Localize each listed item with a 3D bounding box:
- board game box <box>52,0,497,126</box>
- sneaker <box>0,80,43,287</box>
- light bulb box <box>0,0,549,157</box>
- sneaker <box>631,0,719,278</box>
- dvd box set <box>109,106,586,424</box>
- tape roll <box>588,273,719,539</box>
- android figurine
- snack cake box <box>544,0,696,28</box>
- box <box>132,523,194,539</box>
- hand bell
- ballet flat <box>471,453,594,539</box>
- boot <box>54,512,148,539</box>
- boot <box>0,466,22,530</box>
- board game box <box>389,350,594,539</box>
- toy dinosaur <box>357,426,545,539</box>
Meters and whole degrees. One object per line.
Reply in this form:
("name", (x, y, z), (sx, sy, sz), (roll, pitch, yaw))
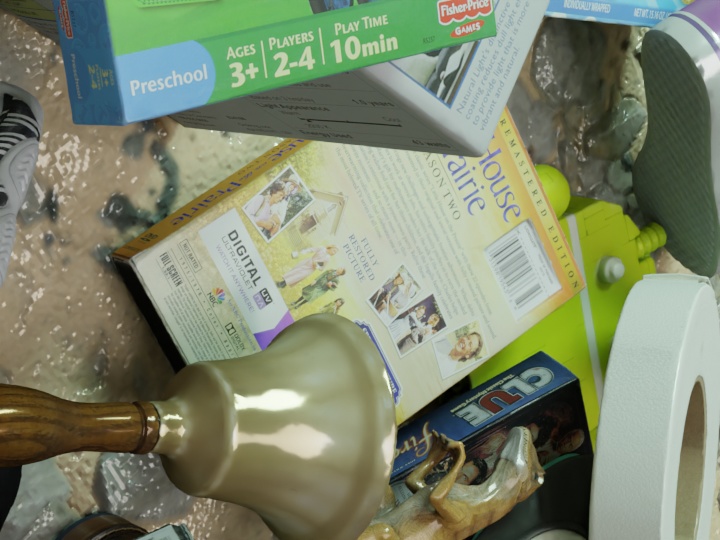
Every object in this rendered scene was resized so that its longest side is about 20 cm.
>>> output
("board game box", (-0.035, -0.158, 0.588), (0.151, 0.037, 0.200), (-18, 105, -34))
("sneaker", (-0.185, -0.020, 0.689), (0.115, 0.200, 0.075), (18, 126, -13))
("light bulb box", (-0.057, -0.146, 0.725), (0.200, 0.198, 0.125), (33, 75, -40))
("sneaker", (0.209, -0.080, 1.001), (0.114, 0.073, 0.201), (-35, 151, -18))
("dvd box set", (0.000, 0.000, 0.883), (0.200, 0.029, 0.146), (-35, 114, -19))
("tape roll", (0.152, 0.104, 0.956), (0.203, 0.037, 0.203), (4, 90, -72))
("android figurine", (0.094, 0.035, 0.997), (0.200, 0.041, 0.182), (-23, 112, -34))
("snack cake box", (0.117, -0.182, 0.937), (0.200, 0.067, 0.115), (-3, 105, -48))
("box", (-0.142, 0.189, 0.666), (0.200, 0.048, 0.193), (-22, 150, -21))
("hand bell", (-0.095, 0.063, 0.750), (0.200, 0.104, 0.104), (5, 94, -38))
("ballet flat", (0.061, 0.172, 0.902), (0.200, 0.068, 0.068), (-41, 128, -11))
("boot", (-0.127, 0.202, 0.796), (0.075, 0.097, 0.200), (37, 74, -39))
("boot", (-0.219, 0.121, 0.716), (0.200, 0.076, 0.168), (13, 88, -44))
("board game box", (0.065, 0.157, 0.963), (0.135, 0.035, 0.200), (-28, 123, -20))
("toy dinosaur", (0.001, 0.129, 0.853), (0.200, 0.060, 0.106), (-31, 124, -8))
